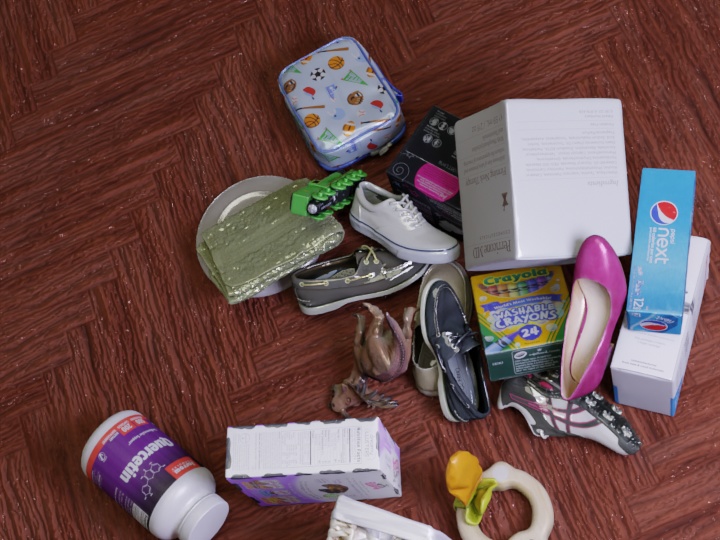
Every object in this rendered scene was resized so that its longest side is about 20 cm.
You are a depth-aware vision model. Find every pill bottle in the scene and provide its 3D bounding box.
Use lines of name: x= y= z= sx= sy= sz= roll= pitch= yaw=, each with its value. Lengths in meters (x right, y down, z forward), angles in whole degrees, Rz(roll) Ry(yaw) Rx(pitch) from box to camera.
pill bottle: x=-0.276 y=0.285 z=1.727 sx=0.200 sy=0.112 sz=0.113 roll=34 pitch=77 yaw=23

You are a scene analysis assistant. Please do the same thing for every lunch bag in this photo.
lunch bag: x=-0.023 y=-0.252 z=1.933 sx=0.160 sy=0.076 sz=0.200 roll=-28 pitch=62 yaw=-3

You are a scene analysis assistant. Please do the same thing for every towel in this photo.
towel: x=-0.133 y=-0.043 z=1.848 sx=0.200 sy=0.037 sz=0.148 roll=-32 pitch=51 yaw=-3

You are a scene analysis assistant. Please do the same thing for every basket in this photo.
basket: x=0.032 y=0.369 z=1.578 sx=0.135 sy=0.200 sz=0.124 roll=15 pitch=75 yaw=18

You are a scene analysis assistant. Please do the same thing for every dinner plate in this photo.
dinner plate: x=-0.152 y=-0.056 z=1.903 sx=0.200 sy=0.024 sz=0.201 roll=-5 pitch=65 yaw=11

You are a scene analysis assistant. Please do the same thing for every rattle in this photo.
rattle: x=0.202 y=0.318 z=1.599 sx=0.130 sy=0.143 sz=0.200 roll=-24 pitch=56 yaw=-20

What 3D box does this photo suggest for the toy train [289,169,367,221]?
toy train: x=-0.045 y=-0.112 z=1.828 sx=0.056 sy=0.200 sz=0.042 roll=14 pitch=110 yaw=16

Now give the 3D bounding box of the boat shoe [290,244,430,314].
boat shoe: x=0.000 y=0.002 z=1.812 sx=0.201 sy=0.060 sz=0.072 roll=-19 pitch=33 yaw=4

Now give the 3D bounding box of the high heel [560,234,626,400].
high heel: x=0.271 y=0.059 z=1.547 sx=0.067 sy=0.200 sz=0.096 roll=20 pitch=38 yaw=30

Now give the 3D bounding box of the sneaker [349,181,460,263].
sneaker: x=0.057 y=-0.068 z=1.791 sx=0.200 sy=0.071 sz=0.073 roll=25 pitch=38 yaw=37

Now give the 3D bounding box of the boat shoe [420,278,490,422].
boat shoe: x=0.132 y=0.108 z=1.687 sx=0.066 sy=0.074 sz=0.200 roll=2 pitch=103 yaw=50

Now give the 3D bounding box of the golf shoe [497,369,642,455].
golf shoe: x=0.276 y=0.192 z=1.684 sx=0.200 sy=0.077 sz=0.088 roll=35 pitch=105 yaw=20

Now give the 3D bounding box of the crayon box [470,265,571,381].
crayon box: x=0.218 y=0.055 z=1.704 sx=0.125 sy=0.052 sz=0.200 roll=-11 pitch=35 yaw=4

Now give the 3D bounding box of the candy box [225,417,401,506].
candy box: x=-0.057 y=0.251 z=1.664 sx=0.199 sy=0.168 sz=0.072 roll=-5 pitch=67 yaw=9

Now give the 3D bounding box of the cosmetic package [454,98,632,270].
cosmetic package: x=0.233 y=-0.108 z=1.642 sx=0.166 sy=0.167 sz=0.201 roll=-3 pitch=86 yaw=-19

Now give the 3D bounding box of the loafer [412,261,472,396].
loafer: x=0.112 y=0.071 z=1.763 sx=0.075 sy=0.068 sz=0.200 roll=1 pitch=67 yaw=13

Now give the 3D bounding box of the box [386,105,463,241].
box: x=0.159 y=-0.121 z=1.814 sx=0.200 sy=0.115 sz=0.132 roll=30 pitch=74 yaw=21

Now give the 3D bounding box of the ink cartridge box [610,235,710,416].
ink cartridge box: x=0.391 y=0.068 z=1.660 sx=0.086 sy=0.146 sz=0.200 roll=11 pitch=69 yaw=18

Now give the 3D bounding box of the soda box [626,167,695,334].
soda box: x=0.375 y=-0.025 z=1.588 sx=0.068 sy=0.064 sz=0.200 roll=5 pitch=67 yaw=16

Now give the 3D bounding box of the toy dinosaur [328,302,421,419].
toy dinosaur: x=0.029 y=0.123 z=1.716 sx=0.086 sy=0.200 sz=0.136 roll=11 pitch=67 yaw=-16
